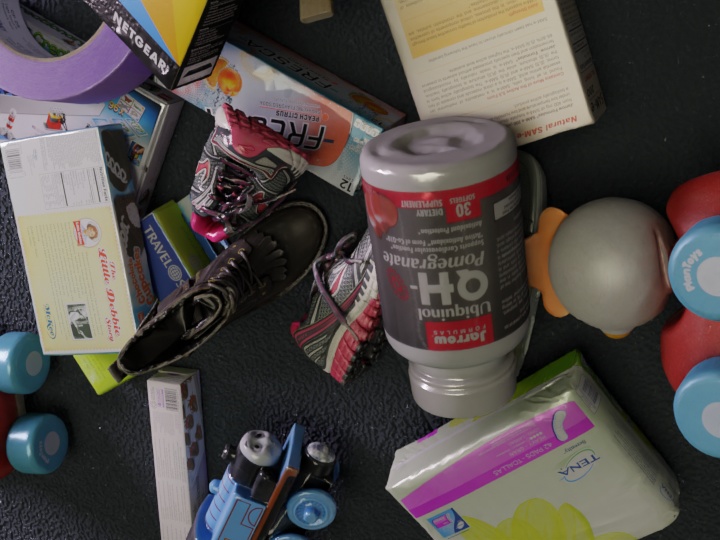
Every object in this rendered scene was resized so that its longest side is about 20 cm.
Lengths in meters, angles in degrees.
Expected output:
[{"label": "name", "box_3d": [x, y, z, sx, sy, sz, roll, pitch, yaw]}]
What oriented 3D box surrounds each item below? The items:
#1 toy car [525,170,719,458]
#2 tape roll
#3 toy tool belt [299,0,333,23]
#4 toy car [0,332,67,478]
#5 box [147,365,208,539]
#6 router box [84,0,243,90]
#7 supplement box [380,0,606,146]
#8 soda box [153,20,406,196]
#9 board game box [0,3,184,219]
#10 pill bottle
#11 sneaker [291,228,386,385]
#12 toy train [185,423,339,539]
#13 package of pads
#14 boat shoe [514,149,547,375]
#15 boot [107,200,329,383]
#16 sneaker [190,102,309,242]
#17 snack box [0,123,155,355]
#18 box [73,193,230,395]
[{"label": "toy car", "box_3d": [0.206, 0.015, 0.706, 0.198, 0.184, 0.179, 4, 110, 33]}, {"label": "tape roll", "box_3d": [-0.250, -0.244, 0.832, 0.198, 0.066, 0.203, 2, 97, 14]}, {"label": "toy tool belt", "box_3d": [-0.100, -0.269, 0.756, 0.198, 0.125, 0.124, 17, 105, 16]}, {"label": "toy car", "box_3d": [-0.432, 0.159, 0.979, 0.182, 0.200, 0.179, 0, 108, 21]}, {"label": "box", "box_3d": [-0.180, 0.195, 0.990, 0.041, 0.039, 0.202, 5, 109, 21]}, {"label": "router box", "box_3d": [-0.163, -0.254, 0.710, 0.200, 0.051, 0.150, 46, 133, 11]}, {"label": "supplement box", "box_3d": [0.091, -0.190, 0.731, 0.125, 0.074, 0.202, -14, 102, 26]}, {"label": "soda box", "box_3d": [-0.066, -0.141, 0.812, 0.199, 0.068, 0.064, 30, 116, 9]}, {"label": "board game box", "box_3d": [-0.269, -0.146, 0.912, 0.199, 0.035, 0.127, 31, 115, 10]}, {"label": "pill bottle", "box_3d": [0.066, 0.000, 0.715, 0.110, 0.111, 0.202, 1, 117, 21]}, {"label": "sneaker", "box_3d": [0.000, 0.000, 0.823, 0.074, 0.080, 0.201, 34, 115, 19]}, {"label": "toy train", "box_3d": [-0.095, 0.233, 0.929, 0.113, 0.087, 0.201, 21, 116, -10]}, {"label": "package of pads", "box_3d": [0.144, 0.179, 0.825, 0.199, 0.068, 0.155, -34, 105, 28]}, {"label": "boat shoe", "box_3d": [0.116, 0.002, 0.800, 0.074, 0.065, 0.204, 14, 107, 34]}, {"label": "boot", "box_3d": [-0.105, 0.017, 0.800, 0.199, 0.174, 0.069, -39, 95, 0]}, {"label": "sneaker", "box_3d": [-0.094, -0.069, 0.782, 0.080, 0.200, 0.075, 33, 76, -3]}, {"label": "snack box", "box_3d": [-0.252, -0.025, 0.895, 0.115, 0.037, 0.202, -3, 101, 25]}, {"label": "box", "box_3d": [-0.205, 0.025, 0.938, 0.199, 0.048, 0.123, -30, 95, 28]}]
